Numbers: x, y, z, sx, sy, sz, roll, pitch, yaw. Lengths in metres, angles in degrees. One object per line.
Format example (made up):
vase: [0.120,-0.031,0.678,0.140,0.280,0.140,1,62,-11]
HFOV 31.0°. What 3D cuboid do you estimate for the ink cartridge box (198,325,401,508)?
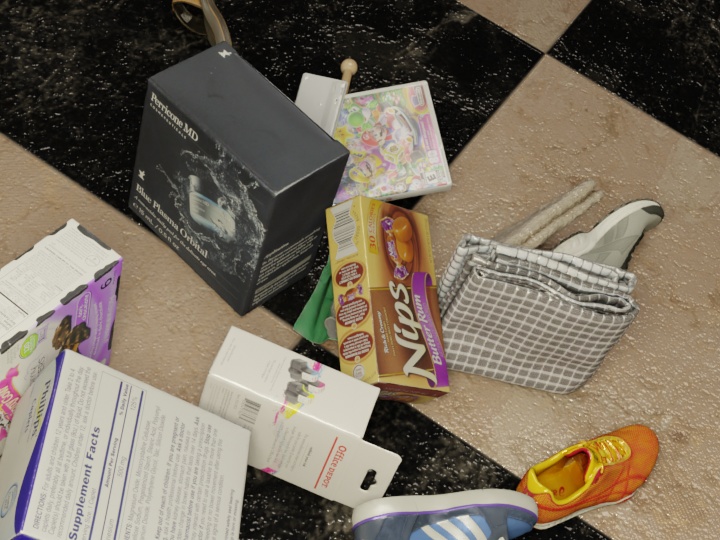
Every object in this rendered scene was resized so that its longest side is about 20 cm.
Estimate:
ink cartridge box: [-0.056,0.148,1.262,0.199,0.116,0.068,23,47,0]

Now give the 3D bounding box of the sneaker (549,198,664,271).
sneaker: [0.301,-0.021,1.572,0.199,0.074,0.080,-31,75,-30]

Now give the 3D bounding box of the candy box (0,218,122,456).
candy box: [-0.317,0.076,1.196,0.071,0.168,0.200,34,49,14]

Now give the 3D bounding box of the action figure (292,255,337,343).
action figure: [0.000,0.000,1.454,0.117,0.055,0.201,17,45,-6]

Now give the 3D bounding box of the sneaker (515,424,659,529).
sneaker: [0.246,0.207,1.345,0.199,0.077,0.073,-22,59,-35]

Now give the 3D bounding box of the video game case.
video game case: [-0.003,-0.144,1.535,0.198,0.018,0.144,-11,68,-4]

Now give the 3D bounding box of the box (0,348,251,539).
box: [-0.210,0.202,1.128,0.199,0.105,0.185,28,43,-25]

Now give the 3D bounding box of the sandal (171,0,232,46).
sandal: [-0.210,-0.331,1.662,0.054,0.082,0.201,-20,64,-6]

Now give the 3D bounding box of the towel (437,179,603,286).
towel: [0.184,-0.038,1.496,0.199,0.132,0.035,-34,90,-38]

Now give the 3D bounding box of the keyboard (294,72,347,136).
keyboard: [-0.064,-0.142,1.521,0.056,0.011,0.202,10,68,10]

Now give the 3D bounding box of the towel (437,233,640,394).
towel: [0.178,0.051,1.396,0.198,0.166,0.086,13,53,-8]

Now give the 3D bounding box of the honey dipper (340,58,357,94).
honey dipper: [-0.027,-0.200,1.623,0.038,0.038,0.201,16,49,-5]

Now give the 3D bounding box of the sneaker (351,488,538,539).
sneaker: [0.089,0.290,1.224,0.198,0.081,0.148,2,58,-22]

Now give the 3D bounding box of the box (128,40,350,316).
box: [-0.136,-0.097,1.387,0.196,0.201,0.117,42,50,19]

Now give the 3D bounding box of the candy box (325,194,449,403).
candy box: [0.028,0.032,1.359,0.116,0.056,0.202,15,62,-46]
